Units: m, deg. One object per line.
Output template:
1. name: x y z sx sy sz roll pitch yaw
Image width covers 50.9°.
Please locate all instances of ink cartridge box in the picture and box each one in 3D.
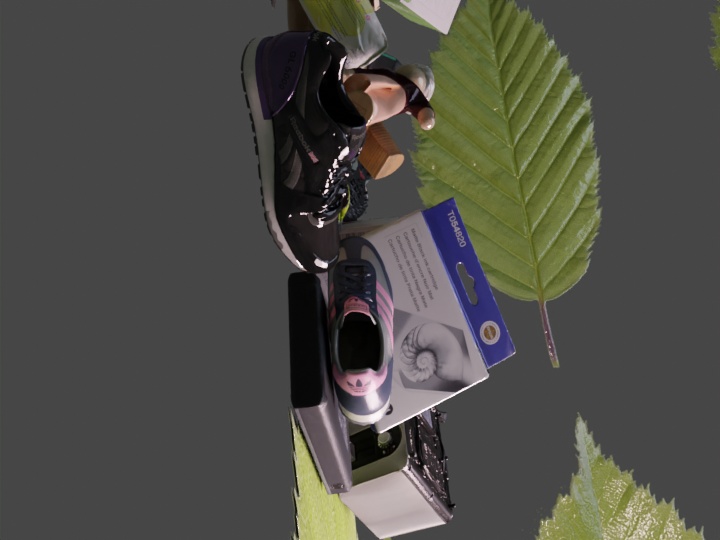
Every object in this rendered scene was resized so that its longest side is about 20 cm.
1. ink cartridge box: 0.061 -0.354 0.864 0.199 0.058 0.106 -4 119 -63
2. ink cartridge box: 0.064 0.044 0.838 0.204 0.196 0.041 66 -14 -2

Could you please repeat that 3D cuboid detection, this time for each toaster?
1. toaster: 0.046 0.241 1.026 0.184 0.116 0.201 -94 157 -44

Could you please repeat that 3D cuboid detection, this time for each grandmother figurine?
1. grandmother figurine: 0.027 -0.180 0.768 0.061 0.120 0.200 -55 171 31

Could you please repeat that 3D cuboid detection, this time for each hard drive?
1. hard drive: -0.038 0.117 0.755 0.202 0.032 0.143 80 4 -53

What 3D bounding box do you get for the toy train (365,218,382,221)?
1. toy train: 0.011 0.011 1.273 0.085 0.110 0.206 71 12 -79

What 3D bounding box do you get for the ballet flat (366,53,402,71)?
1. ballet flat: -0.024 -0.206 0.986 0.072 0.200 0.074 34 28 -21

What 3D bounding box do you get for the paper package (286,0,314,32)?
1. paper package: -0.043 -0.313 1.096 0.202 0.100 0.195 80 5 -56

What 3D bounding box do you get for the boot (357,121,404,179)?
1. boot: -0.052 -0.150 0.769 0.199 0.071 0.145 -17 63 -50

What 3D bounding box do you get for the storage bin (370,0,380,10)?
1. storage bin: -0.025 -0.461 0.904 0.200 0.093 0.200 43 -19 28

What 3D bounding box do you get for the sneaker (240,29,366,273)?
1. sneaker: -0.034 -0.090 0.619 0.076 0.085 0.205 -44 129 -51

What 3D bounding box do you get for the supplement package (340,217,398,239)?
1. supplement package: 0.000 0.000 0.968 0.200 0.117 0.124 -78 162 -84

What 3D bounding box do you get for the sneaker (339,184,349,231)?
1. sneaker: -0.052 -0.110 0.853 0.082 0.072 0.204 102 -10 -52

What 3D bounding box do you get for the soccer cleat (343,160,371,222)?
1. soccer cleat: -0.029 -0.117 1.042 0.069 0.072 0.202 59 24 -25

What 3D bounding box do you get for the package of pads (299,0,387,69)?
1. package of pads: -0.041 -0.328 0.850 0.202 0.067 0.155 57 10 -19

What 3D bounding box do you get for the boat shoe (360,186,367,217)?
1. boat shoe: -0.026 -0.134 1.287 0.201 0.073 0.063 75 6 -63

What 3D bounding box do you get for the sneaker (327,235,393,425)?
1. sneaker: 0.001 0.037 0.727 0.083 0.068 0.204 84 -1 -56
